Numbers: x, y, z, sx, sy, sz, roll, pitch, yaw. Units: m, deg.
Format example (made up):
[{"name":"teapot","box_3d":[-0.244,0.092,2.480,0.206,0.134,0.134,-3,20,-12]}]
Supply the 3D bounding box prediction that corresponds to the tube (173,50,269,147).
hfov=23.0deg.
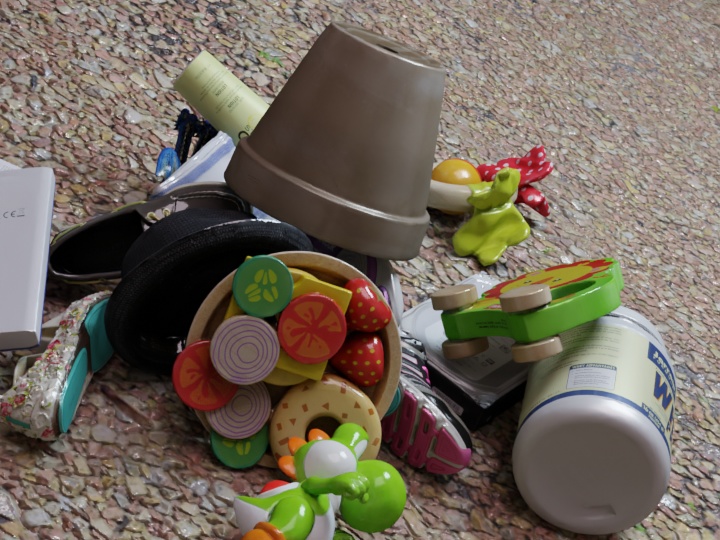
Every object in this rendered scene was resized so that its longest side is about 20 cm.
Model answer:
[{"name":"tube","box_3d":[-0.101,-0.139,1.796,0.200,0.058,0.052,44,27,-2]}]

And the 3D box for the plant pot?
[{"name":"plant pot","box_3d":[-0.007,-0.130,1.640,0.198,0.175,0.200,20,14,-5]}]

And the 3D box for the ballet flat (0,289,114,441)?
[{"name":"ballet flat","box_3d":[-0.259,0.074,1.526,0.063,0.076,0.200,5,27,9]}]

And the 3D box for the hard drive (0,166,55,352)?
[{"name":"hard drive","box_3d":[-0.341,-0.009,1.558,0.130,0.026,0.201,-5,47,1]}]

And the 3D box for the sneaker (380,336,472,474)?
[{"name":"sneaker","box_3d":[0.043,0.109,1.652,0.087,0.074,0.199,-22,48,-41]}]

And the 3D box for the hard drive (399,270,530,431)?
[{"name":"hard drive","box_3d":[0.120,0.076,1.786,0.139,0.038,0.199,38,34,21]}]

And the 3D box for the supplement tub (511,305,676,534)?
[{"name":"supplement tub","box_3d":[0.223,0.135,1.661,0.144,0.146,0.201,22,32,0]}]

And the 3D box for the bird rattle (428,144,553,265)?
[{"name":"bird rattle","box_3d":[0.133,-0.100,2.001,0.161,0.114,0.200,10,27,11]}]

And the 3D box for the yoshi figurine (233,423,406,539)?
[{"name":"yoshi figurine","box_3d":[-0.023,0.204,1.437,0.113,0.112,0.200,62,36,-19]}]

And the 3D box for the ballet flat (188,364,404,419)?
[{"name":"ballet flat","box_3d":[-0.061,0.099,1.591,0.198,0.069,0.067,3,14,-10]}]

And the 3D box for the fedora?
[{"name":"fedora","box_3d":[-0.142,0.002,1.583,0.199,0.202,0.092,-1,43,-32]}]

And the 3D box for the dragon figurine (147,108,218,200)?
[{"name":"dragon figurine","box_3d":[-0.181,-0.085,1.775,0.058,0.100,0.201,17,32,-7]}]

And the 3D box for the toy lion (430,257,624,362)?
[{"name":"toy lion","box_3d":[0.179,0.028,1.693,0.190,0.069,0.199,-19,8,-27]}]

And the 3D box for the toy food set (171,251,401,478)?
[{"name":"toy food set","box_3d":[-0.060,0.083,1.528,0.196,0.202,0.049,18,9,-13]}]

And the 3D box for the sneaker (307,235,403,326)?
[{"name":"sneaker","box_3d":[0.000,0.000,1.709,0.099,0.075,0.200,34,12,-42]}]

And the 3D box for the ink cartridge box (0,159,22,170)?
[{"name":"ink cartridge box","box_3d":[-0.420,-0.090,1.690,0.198,0.042,0.120,26,33,0]}]

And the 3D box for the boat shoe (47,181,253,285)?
[{"name":"boat shoe","box_3d":[-0.196,-0.030,1.637,0.199,0.072,0.061,-17,8,5]}]

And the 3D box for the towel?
[{"name":"towel","box_3d":[-0.109,-0.031,1.730,0.201,0.024,0.147,53,35,-6]}]
